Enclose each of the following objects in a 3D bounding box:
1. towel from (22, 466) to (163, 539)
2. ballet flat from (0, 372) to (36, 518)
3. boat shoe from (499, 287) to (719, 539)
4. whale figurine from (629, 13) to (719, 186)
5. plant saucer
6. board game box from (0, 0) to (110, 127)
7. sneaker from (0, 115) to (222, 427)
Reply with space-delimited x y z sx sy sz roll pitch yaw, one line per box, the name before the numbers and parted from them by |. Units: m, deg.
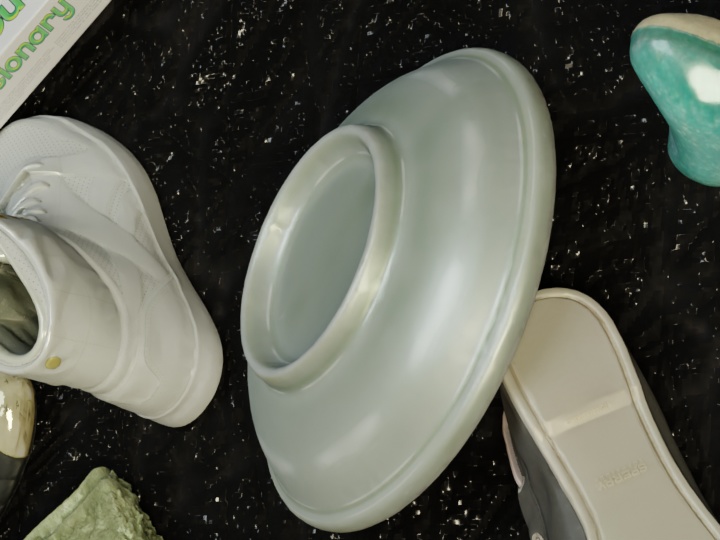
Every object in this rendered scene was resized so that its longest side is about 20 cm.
towel | -0.117 0.197 1.030 0.148 0.036 0.200 -45 51 21
ballet flat | -0.220 0.120 1.131 0.200 0.057 0.066 -48 47 19
boat shoe | 0.097 0.101 0.868 0.067 0.057 0.200 -17 64 -3
whale figurine | 0.179 -0.034 0.759 0.200 0.159 0.104 7 59 27
plant saucer | 0.000 0.000 0.936 0.200 0.050 0.200 -43 36 42
board game box | -0.165 -0.160 1.167 0.200 0.035 0.126 -49 50 5
sneaker | -0.147 -0.017 1.074 0.074 0.116 0.200 -54 46 17
